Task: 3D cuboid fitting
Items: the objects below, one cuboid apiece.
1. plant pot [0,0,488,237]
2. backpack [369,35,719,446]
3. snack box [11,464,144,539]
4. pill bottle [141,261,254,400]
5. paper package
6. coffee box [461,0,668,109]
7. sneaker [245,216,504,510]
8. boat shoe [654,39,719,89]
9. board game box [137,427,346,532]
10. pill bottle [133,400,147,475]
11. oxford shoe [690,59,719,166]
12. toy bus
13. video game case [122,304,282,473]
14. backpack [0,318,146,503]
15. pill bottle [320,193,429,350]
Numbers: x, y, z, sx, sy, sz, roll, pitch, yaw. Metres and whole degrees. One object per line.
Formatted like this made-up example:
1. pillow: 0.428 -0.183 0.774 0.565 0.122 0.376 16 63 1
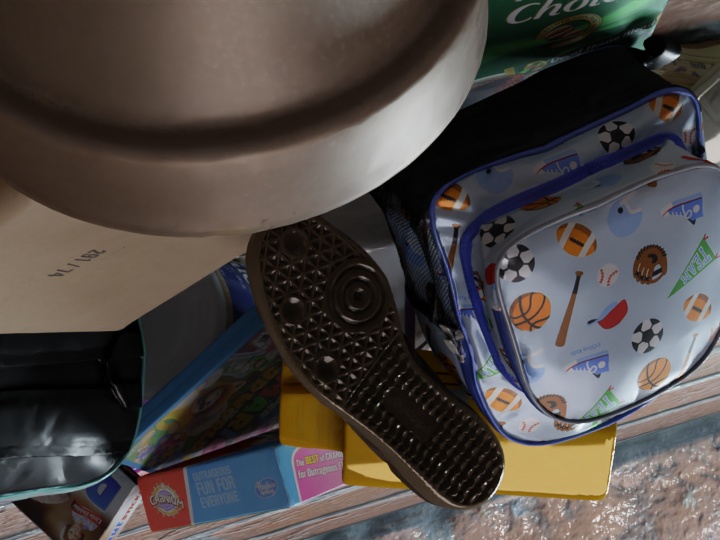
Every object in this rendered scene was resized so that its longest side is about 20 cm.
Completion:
1. plant pot: -0.052 -0.138 0.461 0.200 0.201 0.175 -13 147 -10
2. backpack: 0.115 -0.002 0.815 0.199 0.154 0.191 -21 129 -7
3. snack box: -0.243 0.125 1.082 0.072 0.200 0.024 -56 156 4
4. pill bottle: -0.105 0.048 1.124 0.111 0.111 0.200 -22 163 20
5. paper package: -0.148 -0.047 0.780 0.200 0.104 0.190 -30 159 37
6. coffee box: 0.103 -0.150 0.782 0.123 0.044 0.200 -14 164 -8
7. sneaker: -0.004 0.052 0.804 0.070 0.200 0.075 -43 -160 -17
8. boat shoe: 0.193 -0.109 0.971 0.199 0.063 0.073 -9 163 -22
9. board game box: -0.032 0.127 1.047 0.153 0.040 0.200 -19 177 44
10. pill bottle: -0.219 0.107 1.208 0.112 0.113 0.200 -19 164 10
11. oxford shoe: 0.256 -0.106 0.930 0.075 0.058 0.200 21 120 -43
12. toy bus: 0.049 0.091 0.908 0.199 0.065 0.078 4 -152 0
13. video game case: -0.087 0.100 1.079 0.143 0.018 0.200 -42 157 2
14. backpack: -0.239 0.060 0.931 0.200 0.177 0.153 0 175 -41
15. pill bottle: 0.000 0.000 0.966 0.111 0.112 0.200 -14 145 -8
